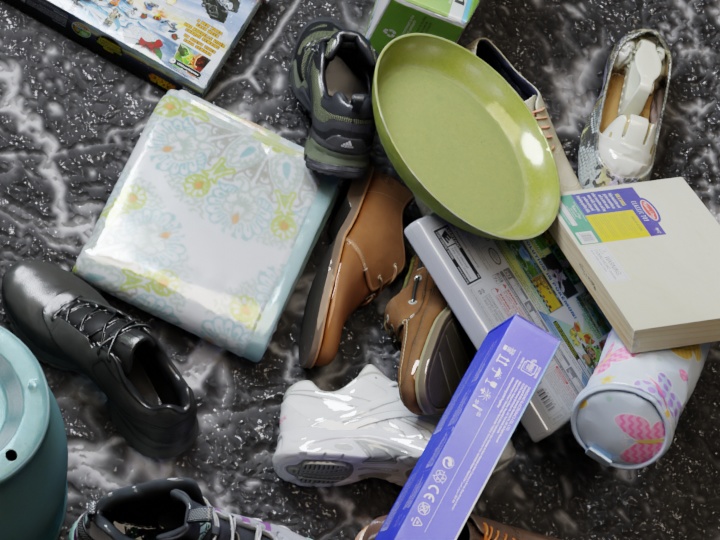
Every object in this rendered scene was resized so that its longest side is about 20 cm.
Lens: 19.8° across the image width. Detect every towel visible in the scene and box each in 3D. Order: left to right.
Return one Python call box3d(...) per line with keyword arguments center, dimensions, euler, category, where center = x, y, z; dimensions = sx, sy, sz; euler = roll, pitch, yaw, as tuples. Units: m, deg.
box3d(center=(-0.121, -0.041, 1.708), dimensions=(0.171, 0.048, 0.200), euler=(24, 61, -1), category="towel")

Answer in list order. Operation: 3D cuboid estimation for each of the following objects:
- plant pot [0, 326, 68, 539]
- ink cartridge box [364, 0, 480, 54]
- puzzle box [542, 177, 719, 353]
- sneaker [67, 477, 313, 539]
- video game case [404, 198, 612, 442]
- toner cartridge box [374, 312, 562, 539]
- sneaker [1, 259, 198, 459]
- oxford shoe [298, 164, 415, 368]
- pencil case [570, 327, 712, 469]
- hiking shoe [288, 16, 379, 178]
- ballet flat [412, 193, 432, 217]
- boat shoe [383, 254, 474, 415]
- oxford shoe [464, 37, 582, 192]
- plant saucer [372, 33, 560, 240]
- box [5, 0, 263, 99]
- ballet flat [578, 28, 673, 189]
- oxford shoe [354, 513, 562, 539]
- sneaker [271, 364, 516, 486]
box3d(center=(-0.299, 0.128, 1.494), dimensions=(0.199, 0.188, 0.201), euler=(7, 63, -14), category="plant pot")
box3d(center=(0.076, -0.282, 1.791), dimensions=(0.076, 0.200, 0.148), euler=(20, 61, -6), category="ink cartridge box")
box3d(center=(0.244, -0.008, 1.694), dimensions=(0.133, 0.025, 0.200), euler=(-8, 37, -15), category="puzzle box")
box3d(center=(-0.113, 0.201, 1.539), dimensions=(0.199, 0.140, 0.078), euler=(5, 64, -13), category="sneaker")
box3d(center=(0.138, 0.026, 1.703), dimensions=(0.182, 0.022, 0.200), euler=(-25, 81, -54), category="video game case")
box3d(center=(0.078, 0.134, 1.555), dimensions=(0.043, 0.095, 0.200), euler=(30, 76, -2), category="toner cartridge box")
box3d(center=(-0.198, 0.056, 1.614), dimensions=(0.200, 0.091, 0.076), euler=(40, 63, 6), category="sneaker")
box3d(center=(0.000, 0.000, 1.710), dimensions=(0.071, 0.071, 0.200), euler=(25, 59, -8), category="oxford shoe")
box3d(center=(0.232, 0.075, 1.676), dimensions=(0.083, 0.091, 0.200), euler=(44, 37, -8), category="pencil case")
box3d(center=(-0.011, -0.167, 1.744), dimensions=(0.075, 0.101, 0.200), euler=(9, 38, -17), category="hiking shoe")
box3d(center=(0.071, -0.097, 1.780), dimensions=(0.067, 0.062, 0.200), euler=(-18, 72, -23), category="ballet flat")
box3d(center=(0.055, 0.050, 1.684), dimensions=(0.068, 0.072, 0.200), euler=(-3, 32, 20), category="boat shoe")
box3d(center=(0.140, -0.112, 1.799), dimensions=(0.071, 0.074, 0.200), euler=(-31, 78, -29), category="oxford shoe")
box3d(center=(0.081, -0.104, 1.699), dimensions=(0.200, 0.031, 0.201), euler=(26, 44, -29), category="plant saucer")
box3d(center=(-0.194, -0.246, 1.787), dimensions=(0.200, 0.040, 0.137), euler=(30, 62, -1), category="box")
box3d(center=(0.238, -0.135, 1.844), dimensions=(0.072, 0.072, 0.201), euler=(18, 62, -7), category="ballet flat")
box3d(center=(0.098, 0.228, 1.625), dimensions=(0.199, 0.073, 0.072), euler=(6, 64, -13), category="oxford shoe")
box3d(center=(0.029, 0.121, 1.658), dimensions=(0.199, 0.078, 0.100), euler=(6, 60, -14), category="sneaker")
